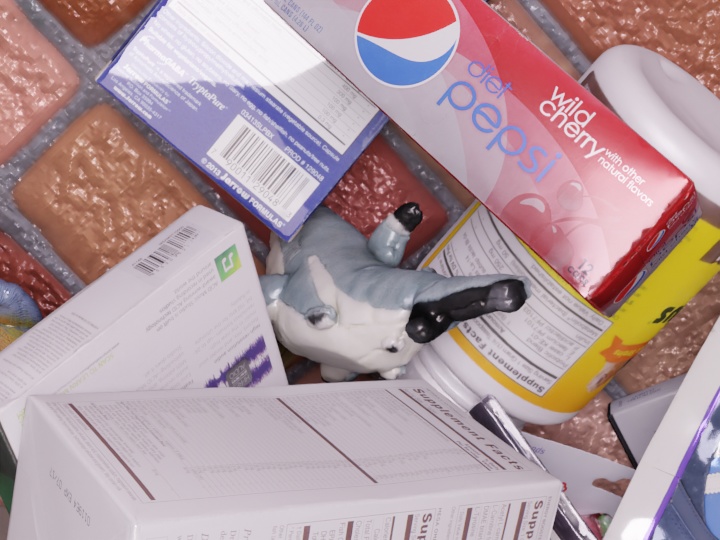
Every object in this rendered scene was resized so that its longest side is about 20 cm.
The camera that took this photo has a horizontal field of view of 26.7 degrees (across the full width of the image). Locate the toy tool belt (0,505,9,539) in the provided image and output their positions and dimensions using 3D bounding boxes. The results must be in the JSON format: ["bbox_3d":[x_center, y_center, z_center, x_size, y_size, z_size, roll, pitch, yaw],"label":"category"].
[{"bbox_3d":[-0.230,0.206,0.892,0.198,0.125,0.124,-2,106,13],"label":"toy tool belt"}]

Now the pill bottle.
[{"bbox_3d":[0.099,-0.002,0.734,0.109,0.109,0.200,37,117,-8],"label":"pill bottle"}]

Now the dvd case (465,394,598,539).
[{"bbox_3d":[0.040,0.177,0.735,0.200,0.016,0.149,-45,73,30],"label":"dvd case"}]

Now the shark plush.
[{"bbox_3d":[0.000,0.000,0.711,0.090,0.200,0.084,29,76,-19],"label":"shark plush"}]

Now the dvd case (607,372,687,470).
[{"bbox_3d":[0.250,0.096,0.802,0.199,0.018,0.143,-24,108,20],"label":"dvd case"}]

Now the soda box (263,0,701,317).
[{"bbox_3d":[0.050,-0.072,0.641,0.200,0.070,0.063,44,95,17],"label":"soda box"}]

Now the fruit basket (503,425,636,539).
[{"bbox_3d":[0.084,0.174,0.800,0.184,0.094,0.200,21,127,-30],"label":"fruit basket"}]

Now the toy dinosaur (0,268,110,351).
[{"bbox_3d":[-0.155,0.041,0.782,0.181,0.200,0.106,29,91,-33],"label":"toy dinosaur"}]

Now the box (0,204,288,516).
[{"bbox_3d":[-0.091,0.091,0.700,0.036,0.144,0.201,21,138,39],"label":"box"}]

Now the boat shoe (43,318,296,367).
[{"bbox_3d":[-0.125,0.043,0.836,0.199,0.063,0.074,-17,98,11],"label":"boat shoe"}]

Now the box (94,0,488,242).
[{"bbox_3d":[-0.017,-0.129,0.718,0.121,0.032,0.200,40,96,-9],"label":"box"}]

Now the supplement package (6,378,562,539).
[{"bbox_3d":[-0.034,0.119,0.629,0.198,0.114,0.111,1,110,-33],"label":"supplement package"}]

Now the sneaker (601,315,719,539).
[{"bbox_3d":[0.212,0.101,0.720,0.146,0.201,0.081,29,163,14],"label":"sneaker"}]
